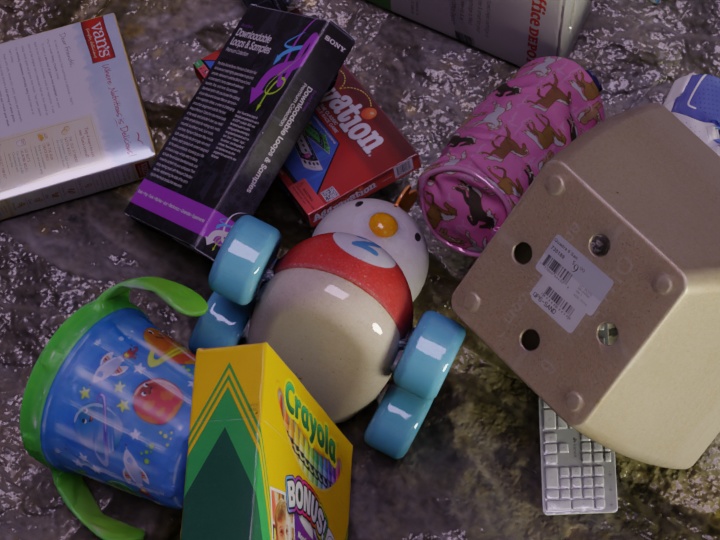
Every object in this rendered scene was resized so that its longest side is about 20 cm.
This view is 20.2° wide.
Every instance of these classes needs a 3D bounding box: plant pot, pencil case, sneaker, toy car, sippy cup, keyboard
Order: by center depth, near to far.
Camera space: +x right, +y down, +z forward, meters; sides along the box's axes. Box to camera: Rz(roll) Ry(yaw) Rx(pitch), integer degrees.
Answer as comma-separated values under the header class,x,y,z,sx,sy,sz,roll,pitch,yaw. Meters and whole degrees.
class,x,y,z,sx,sy,sz,roll,pitch,yaw
plant pot,0.182,0.014,1.433,0.200,0.177,0.200,45,114,24
sippy cup,-0.156,0.106,1.471,0.130,0.178,0.140,26,56,24
toy car,0.000,0.000,1.520,0.183,0.177,0.201,26,55,3
sneaker,0.283,-0.054,1.545,0.080,0.115,0.201,25,66,-34
keyboard,0.164,0.090,1.547,0.056,0.011,0.201,-1,64,2
pencil case,0.119,-0.089,1.556,0.086,0.083,0.200,0,30,34

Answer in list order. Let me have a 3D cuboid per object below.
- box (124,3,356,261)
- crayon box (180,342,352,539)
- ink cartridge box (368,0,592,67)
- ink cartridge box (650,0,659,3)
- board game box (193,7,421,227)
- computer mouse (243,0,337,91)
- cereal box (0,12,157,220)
class,x,y,z,sx,sy,sz,roll,pitch,yaw
box,-0.095,-0.109,1.564,0.201,0.036,0.143,-60,30,-3
crayon box,-0.062,0.169,1.410,0.058,0.200,0.174,-4,64,16
ink cartridge box,0.091,-0.258,1.641,0.199,0.146,0.085,25,66,12
ink cartridge box,0.260,-0.339,1.716,0.115,0.067,0.200,32,70,16
board game box,-0.045,-0.126,1.629,0.103,0.020,0.200,-29,53,-12
computer mouse,-0.058,-0.209,1.661,0.059,0.034,0.201,-37,49,14
cereal box,-0.275,-0.118,1.647,0.199,0.040,0.145,-15,65,-6
